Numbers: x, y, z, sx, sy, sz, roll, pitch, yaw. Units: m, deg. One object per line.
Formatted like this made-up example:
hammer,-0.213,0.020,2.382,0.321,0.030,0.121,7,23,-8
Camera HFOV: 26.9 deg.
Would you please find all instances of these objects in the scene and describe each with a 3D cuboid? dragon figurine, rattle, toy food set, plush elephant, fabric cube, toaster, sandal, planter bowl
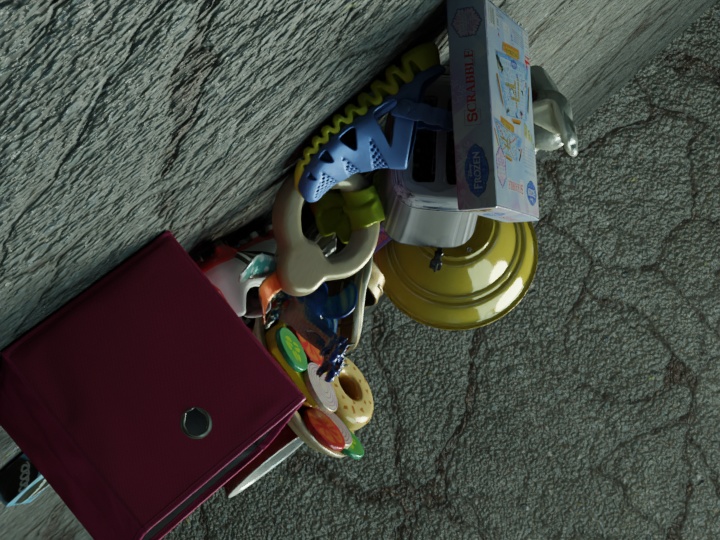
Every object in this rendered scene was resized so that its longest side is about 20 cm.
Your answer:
dragon figurine,-0.041,0.037,1.619,0.059,0.099,0.201,-60,-172,36
rattle,-0.080,-0.029,1.580,0.142,0.131,0.201,16,-119,44
toy food set,-0.054,0.123,1.693,0.048,0.201,0.198,-29,-161,16
plush elephant,0.176,-0.177,1.759,0.201,0.154,0.165,-51,-172,25
fabric cube,-0.199,0.123,1.384,0.196,0.200,0.200,-37,173,-25
toaster,0.078,-0.113,1.600,0.129,0.112,0.202,99,-4,-71
sandal,0.000,0.000,1.690,0.053,0.080,0.202,-2,111,-29
planter bowl,0.111,-0.039,1.754,0.200,0.200,0.084,-40,160,-14
sandal,0.019,-0.133,1.492,0.200,0.087,0.079,-41,176,10

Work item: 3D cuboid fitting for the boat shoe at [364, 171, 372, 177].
boat shoe,0.013,-0.074,1.941,0.200,0.072,0.072,-46,172,37

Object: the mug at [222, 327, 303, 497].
mug,-0.151,0.138,1.752,0.133,0.201,0.177,-42,172,21

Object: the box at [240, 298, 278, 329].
box,-0.132,0.105,1.863,0.200,0.159,0.050,-46,-164,42

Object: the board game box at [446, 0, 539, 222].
board game box,0.134,-0.154,1.498,0.041,0.202,0.200,-4,176,18

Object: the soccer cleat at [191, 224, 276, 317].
soccer cleat,-0.113,0.006,1.591,0.068,0.086,0.200,-29,177,20

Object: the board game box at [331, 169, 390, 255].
board game box,-0.003,-0.055,1.810,0.200,0.032,0.121,-38,-153,42

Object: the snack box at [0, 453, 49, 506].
snack box,-0.342,0.200,1.792,0.200,0.037,0.116,-42,175,-3

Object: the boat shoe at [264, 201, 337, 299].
boat shoe,-0.060,-0.027,1.729,0.202,0.065,0.074,-47,-145,2
